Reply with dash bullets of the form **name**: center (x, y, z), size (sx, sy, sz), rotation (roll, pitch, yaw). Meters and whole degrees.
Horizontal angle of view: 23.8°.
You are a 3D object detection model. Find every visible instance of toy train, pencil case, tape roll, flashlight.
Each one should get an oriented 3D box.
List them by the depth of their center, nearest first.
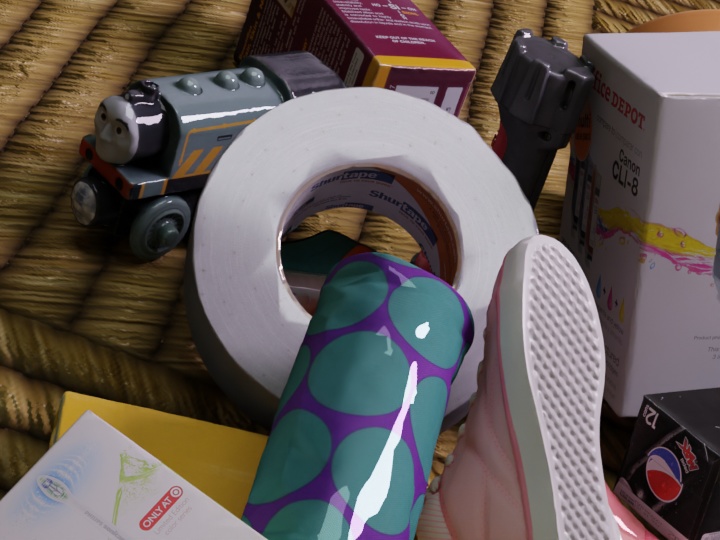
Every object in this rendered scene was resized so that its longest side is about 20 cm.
- **pencil case**: center (-0.002, 0.088, 0.818), size (0.084, 0.093, 0.201), rotation (2, 46, 18)
- **tape roll**: center (0.000, 0.000, 0.968), size (0.198, 0.066, 0.203), rotation (3, 71, -8)
- **flashlight**: center (0.083, -0.053, 1.074), size (0.067, 0.202, 0.068), rotation (16, 29, -4)
- **toy train**: center (-0.095, -0.079, 1.097), size (0.199, 0.115, 0.085), rotation (-12, 42, -42)

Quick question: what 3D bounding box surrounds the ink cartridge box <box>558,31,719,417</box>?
- **ink cartridge box**: center (0.210, -0.033, 1.038), size (0.143, 0.202, 0.145), rotation (0, 21, -12)

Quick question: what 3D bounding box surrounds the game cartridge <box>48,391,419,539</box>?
- **game cartridge**: center (-0.063, 0.144, 0.849), size (0.198, 0.033, 0.177), rotation (16, 31, -13)

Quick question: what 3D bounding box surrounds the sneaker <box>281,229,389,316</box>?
- **sneaker**: center (0.005, 0.013, 1.051), size (0.198, 0.072, 0.080), rotation (9, 36, -14)

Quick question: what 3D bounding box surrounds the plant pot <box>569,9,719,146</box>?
- **plant pot**: center (0.246, -0.064, 1.213), size (0.198, 0.201, 0.141), rotation (15, 46, -8)

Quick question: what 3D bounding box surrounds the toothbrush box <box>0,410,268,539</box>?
- **toothbrush box**: center (-0.079, 0.177, 0.676), size (0.199, 0.086, 0.146), rotation (32, 62, 22)

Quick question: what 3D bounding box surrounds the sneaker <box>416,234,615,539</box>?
- **sneaker**: center (0.071, 0.087, 0.883), size (0.075, 0.104, 0.202), rotation (14, 66, -45)

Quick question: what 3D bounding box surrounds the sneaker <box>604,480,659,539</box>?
- **sneaker**: center (0.148, 0.177, 0.895), size (0.086, 0.074, 0.201), rotation (12, 31, -42)

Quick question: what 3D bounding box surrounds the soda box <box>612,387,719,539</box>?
- **soda box**: center (0.241, 0.105, 0.959), size (0.198, 0.064, 0.071), rotation (-2, 27, -35)

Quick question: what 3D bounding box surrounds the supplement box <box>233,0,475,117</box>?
- **supplement box**: center (-0.009, -0.154, 1.269), size (0.085, 0.111, 0.200), rotation (-1, 36, -31)
